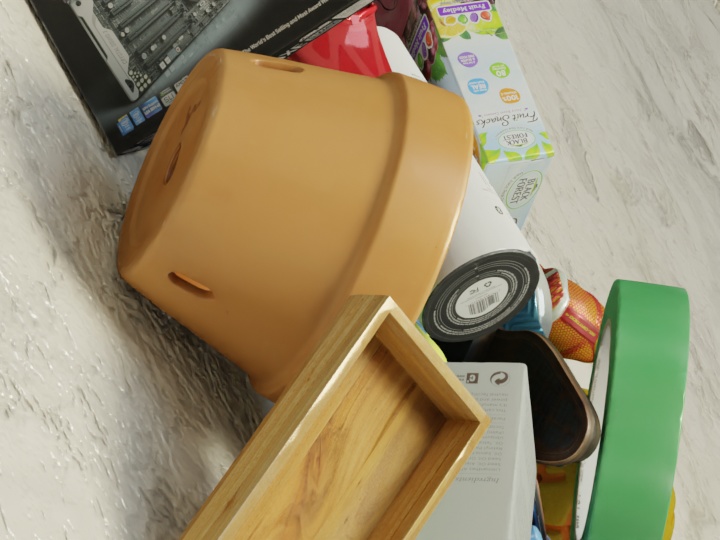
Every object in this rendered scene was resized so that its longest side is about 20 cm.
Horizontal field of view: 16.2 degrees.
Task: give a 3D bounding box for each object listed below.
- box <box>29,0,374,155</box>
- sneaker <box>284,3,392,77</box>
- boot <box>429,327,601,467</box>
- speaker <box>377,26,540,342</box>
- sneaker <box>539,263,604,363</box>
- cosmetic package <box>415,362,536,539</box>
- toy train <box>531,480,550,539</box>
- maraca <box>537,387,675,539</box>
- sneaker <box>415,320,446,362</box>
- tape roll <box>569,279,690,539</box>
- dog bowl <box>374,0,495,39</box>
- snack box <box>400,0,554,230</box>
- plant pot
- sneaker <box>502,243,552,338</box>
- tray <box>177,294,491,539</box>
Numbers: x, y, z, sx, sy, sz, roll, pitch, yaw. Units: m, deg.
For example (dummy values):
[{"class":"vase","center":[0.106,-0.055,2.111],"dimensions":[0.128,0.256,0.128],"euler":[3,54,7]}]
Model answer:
[{"class":"box","center":[-0.094,-0.185,1.471],"dimensions":[0.158,0.199,0.050],"euler":[61,19,3]},{"class":"sneaker","center":[-0.022,-0.189,1.503],"dimensions":[0.078,0.116,0.200],"euler":[-13,61,-48]},{"class":"boot","center":[0.123,0.085,1.617],"dimensions":[0.097,0.075,0.200],"euler":[26,6,-29]},{"class":"speaker","center":[0.032,-0.056,1.544],"dimensions":[0.081,0.081,0.201],"euler":[34,22,-53]},{"class":"sneaker","center":[0.127,0.033,1.864],"dimensions":[0.077,0.073,0.200],"euler":[40,0,-18]},{"class":"cosmetic package","center":[0.057,0.159,1.444],"dimensions":[0.102,0.071,0.201],"euler":[81,13,-45]},{"class":"toy train","center":[0.088,0.201,1.572],"dimensions":[0.115,0.086,0.201],"euler":[59,14,-33]},{"class":"maraca","center":[0.152,0.131,1.791],"dimensions":[0.201,0.107,0.137],"euler":[58,-16,11]},{"class":"sneaker","center":[0.000,0.000,1.574],"dimensions":[0.105,0.076,0.201],"euler":[19,47,-33]},{"class":"tape roll","center":[0.171,0.108,1.623],"dimensions":[0.200,0.048,0.202],"euler":[8,90,-89]},{"class":"dog bowl","center":[-0.009,-0.194,1.744],"dimensions":[0.074,0.200,0.201],"euler":[-22,82,-51]},{"class":"snack box","center":[0.059,-0.072,1.661],"dimensions":[0.200,0.053,0.143],"euler":[109,-35,-55]},{"class":"plant pot","center":[-0.046,-0.032,1.403],"dimensions":[0.139,0.201,0.201],"euler":[23,31,-16]},{"class":"sneaker","center":[0.093,-0.003,1.781],"dimensions":[0.081,0.077,0.200],"euler":[33,18,-37]},{"class":"tray","center":[-0.021,0.120,1.284],"dimensions":[0.099,0.037,0.200],"euler":[50,61,-28]}]
